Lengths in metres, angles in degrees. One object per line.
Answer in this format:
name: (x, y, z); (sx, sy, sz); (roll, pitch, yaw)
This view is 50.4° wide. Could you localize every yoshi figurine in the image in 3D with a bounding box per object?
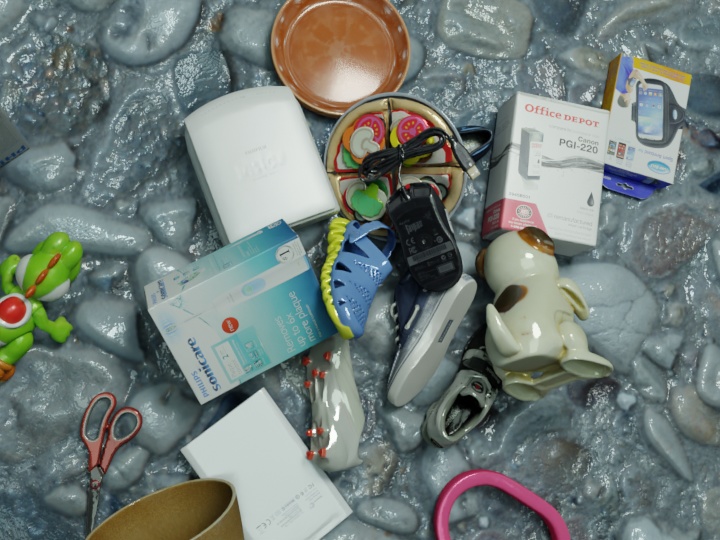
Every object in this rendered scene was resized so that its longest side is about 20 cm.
yoshi figurine: (-0.415, 0.036, 0.960); (0.200, 0.112, 0.112); (-50, 51, 2)

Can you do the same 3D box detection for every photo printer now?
photo printer: (-0.137, -0.144, 1.026); (0.165, 0.069, 0.201); (-20, 86, -11)

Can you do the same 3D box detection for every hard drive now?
hard drive: (-0.121, 0.273, 0.995); (0.132, 0.025, 0.200); (-36, 89, -12)

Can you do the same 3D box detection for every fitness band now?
fitness band: (0.189, 0.357, 1.030); (0.199, 0.037, 0.144); (33, 78, -5)

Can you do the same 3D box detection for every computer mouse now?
computer mouse: (0.099, -0.083, 0.980); (0.140, 0.046, 0.201); (-27, 93, 21)

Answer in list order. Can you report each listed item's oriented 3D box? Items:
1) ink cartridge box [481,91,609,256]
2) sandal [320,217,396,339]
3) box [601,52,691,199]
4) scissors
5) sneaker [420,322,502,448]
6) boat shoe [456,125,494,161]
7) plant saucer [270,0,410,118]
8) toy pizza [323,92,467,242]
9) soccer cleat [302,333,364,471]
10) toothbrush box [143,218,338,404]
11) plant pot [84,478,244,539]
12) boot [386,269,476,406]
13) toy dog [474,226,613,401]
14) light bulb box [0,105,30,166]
ink cartridge box: (0.262, -0.135, 1.084); (0.145, 0.085, 0.201); (10, 79, -8)
sandal: (0.000, 0.000, 0.975); (0.087, 0.080, 0.201); (-10, 47, 14)
box: (0.417, -0.212, 1.141); (0.118, 0.041, 0.201); (15, 78, -7)
scissors: (-0.340, 0.257, 0.970); (0.073, 0.014, 0.201); (21, 81, -8)
sneaker: (0.160, 0.153, 1.027); (0.074, 0.089, 0.201); (32, 77, -2)
boat shoe: (0.091, -0.164, 1.065); (0.199, 0.069, 0.085); (-27, 89, -9)
plant saucer: (-0.028, -0.312, 1.086); (0.199, 0.032, 0.202); (1, 82, -9)
toy pizza: (0.042, -0.133, 1.017); (0.199, 0.032, 0.202); (5, 107, 16)
soccer cleat: (-0.031, 0.162, 1.011); (0.077, 0.069, 0.201); (12, 71, -38)
toothbrush box: (-0.149, 0.049, 0.962); (0.199, 0.085, 0.147); (-26, 115, -9)
plant pot: (-0.208, 0.383, 0.903); (0.185, 0.186, 0.201); (-17, 99, -11)
boot: (0.073, 0.079, 1.040); (0.090, 0.073, 0.201); (33, 94, 33)
toy dog: (0.210, 0.045, 0.995); (0.193, 0.139, 0.201); (20, 52, -30)
light bulb box: (-0.521, -0.219, 0.907); (0.125, 0.200, 0.199); (-37, 90, -14)
